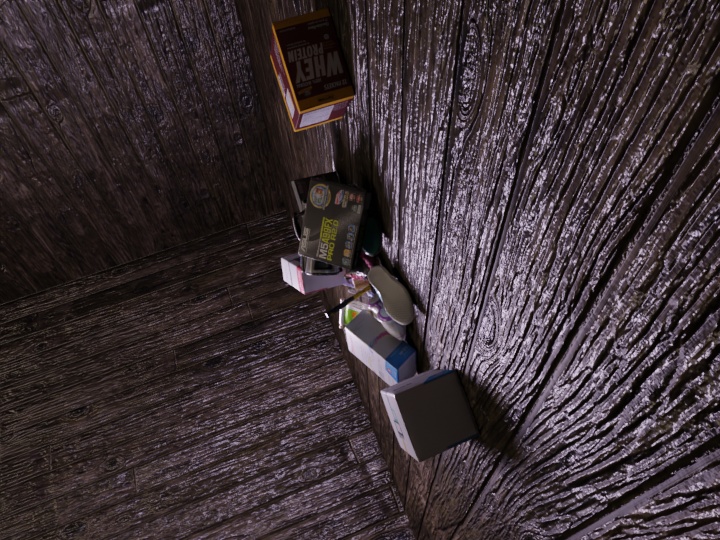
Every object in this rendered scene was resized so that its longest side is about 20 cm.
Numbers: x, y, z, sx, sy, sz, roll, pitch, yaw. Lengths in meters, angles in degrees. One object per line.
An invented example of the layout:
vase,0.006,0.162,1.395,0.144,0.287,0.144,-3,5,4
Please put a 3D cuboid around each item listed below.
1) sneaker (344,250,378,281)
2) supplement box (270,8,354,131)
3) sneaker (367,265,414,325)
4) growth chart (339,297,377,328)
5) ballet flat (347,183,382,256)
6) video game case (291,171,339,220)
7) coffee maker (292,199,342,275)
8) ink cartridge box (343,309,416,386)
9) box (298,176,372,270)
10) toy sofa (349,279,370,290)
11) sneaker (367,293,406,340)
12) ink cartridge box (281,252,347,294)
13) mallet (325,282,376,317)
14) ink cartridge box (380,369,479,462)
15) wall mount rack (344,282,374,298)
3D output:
sneaker,0.000,0.000,1.532,0.079,0.096,0.200,37,-171,-39
supplement box,-0.119,-0.462,1.291,0.200,0.131,0.200,-172,64,-79
sneaker,0.089,0.069,1.368,0.082,0.074,0.201,48,-171,-45
growth chart,0.019,0.150,1.623,0.197,0.018,0.146,14,131,24
ballet flat,0.014,-0.130,1.420,0.072,0.071,0.203,104,146,-73
video game case,-0.118,-0.218,1.666,0.019,0.199,0.145,-12,98,38
coffee maker,-0.101,-0.096,1.531,0.192,0.133,0.203,-32,-54,-71
ink cartridge box,0.056,0.222,1.525,0.199,0.085,0.145,36,155,26
box,-0.065,-0.119,1.382,0.044,0.158,0.203,-18,-58,-66
toy sofa,-0.003,0.015,1.694,0.200,0.082,0.099,-141,35,-72
sneaker,0.074,0.121,1.487,0.100,0.074,0.200,57,-176,-24
ink cartridge box,-0.150,-0.003,1.718,0.199,0.143,0.085,25,127,61
mallet,-0.013,0.080,1.550,0.041,0.199,0.066,44,163,33
ink cartridge box,0.147,0.314,1.226,0.200,0.145,0.148,124,126,-79
wall mount rack,0.021,0.101,1.684,0.175,0.074,0.200,60,173,-16
